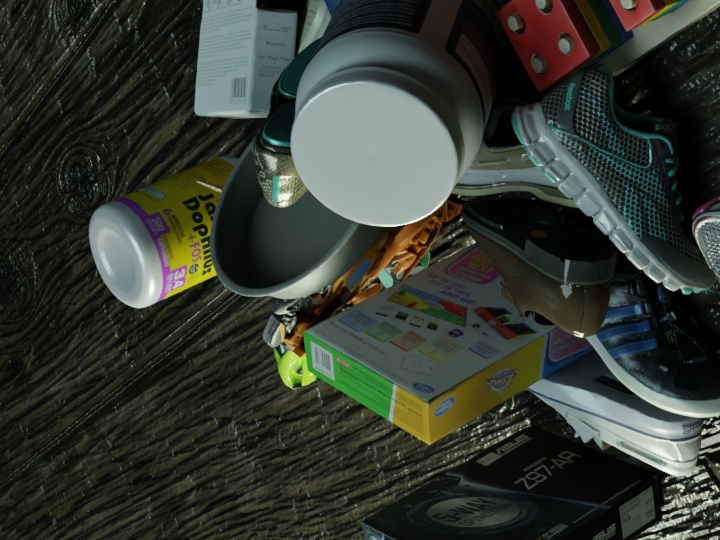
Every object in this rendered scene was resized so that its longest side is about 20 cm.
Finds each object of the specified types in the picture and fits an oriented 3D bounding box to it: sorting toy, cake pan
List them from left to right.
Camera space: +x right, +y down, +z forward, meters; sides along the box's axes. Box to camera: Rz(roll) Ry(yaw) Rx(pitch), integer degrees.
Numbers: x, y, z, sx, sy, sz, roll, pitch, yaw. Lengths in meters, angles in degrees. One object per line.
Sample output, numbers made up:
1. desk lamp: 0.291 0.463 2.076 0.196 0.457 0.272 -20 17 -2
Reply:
1. cake pan: -0.041 -0.061 1.477 0.037 0.201 0.200 36 165 -36
2. sorting toy: 0.151 -0.241 1.283 0.200 0.069 0.200 62 148 3

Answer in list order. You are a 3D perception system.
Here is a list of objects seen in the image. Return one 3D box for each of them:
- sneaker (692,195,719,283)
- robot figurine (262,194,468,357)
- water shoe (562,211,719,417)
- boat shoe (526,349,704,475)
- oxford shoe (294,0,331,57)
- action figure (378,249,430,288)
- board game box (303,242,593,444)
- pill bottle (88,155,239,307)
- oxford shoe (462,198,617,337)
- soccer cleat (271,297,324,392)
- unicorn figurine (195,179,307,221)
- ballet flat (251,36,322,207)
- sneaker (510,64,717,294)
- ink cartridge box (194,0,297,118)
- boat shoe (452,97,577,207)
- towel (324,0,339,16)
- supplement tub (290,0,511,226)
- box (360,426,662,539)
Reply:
1. sneaker: 0.297 0.034 1.257 0.200 0.074 0.081 56 146 14
2. robot figurine: 0.000 0.000 1.525 0.058 0.145 0.200 44 112 18
3. water shoe: 0.213 0.032 1.377 0.200 0.071 0.079 42 139 30
4. boat shoe: 0.194 0.113 1.466 0.199 0.071 0.070 21 125 39
5. oxford shoe: -0.039 -0.182 1.603 0.200 0.057 0.076 124 154 -54
6. action figure: -0.010 -0.064 1.650 0.200 0.055 0.118 54 149 24
7. board game box: 0.078 0.054 1.464 0.153 0.199 0.041 28 134 43
8. pill bottle: -0.153 -0.046 1.721 0.104 0.199 0.105 33 136 38
9. oxford shoe: 0.128 -0.003 1.380 0.200 0.072 0.085 -131 37 -63
10. soccer cleat: -0.056 0.036 1.771 0.081 0.067 0.201 59 150 32
11. unicorn figurine: -0.058 -0.058 1.597 0.199 0.138 0.074 -29 124 28
12. ballet flat: -0.044 -0.114 1.422 0.067 0.200 0.076 13 126 7
13. sneaker: 0.203 -0.067 1.303 0.091 0.078 0.200 -42 108 16
14. ink cartridge box: -0.104 -0.227 1.632 0.200 0.043 0.175 -167 82 -71
15. boat shoe: 0.117 -0.102 1.415 0.199 0.075 0.069 8 134 40
16. towel: 0.025 -0.217 1.480 0.111 0.048 0.201 -15 102 40
17. supplement tub: 0.031 -0.140 1.338 0.140 0.200 0.141 8 128 11
18. box: 0.127 0.209 1.499 0.160 0.199 0.044 19 126 49
